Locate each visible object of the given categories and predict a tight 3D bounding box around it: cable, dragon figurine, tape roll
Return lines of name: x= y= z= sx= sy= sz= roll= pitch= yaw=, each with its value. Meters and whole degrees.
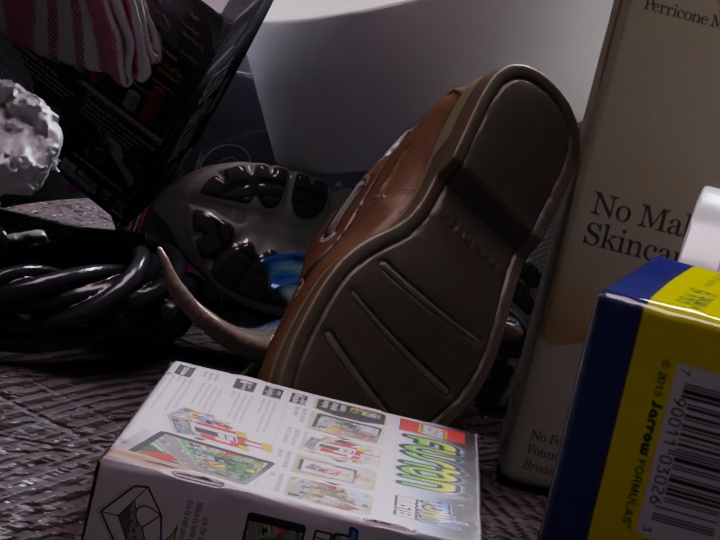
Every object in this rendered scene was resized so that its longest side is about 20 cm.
cable: x=-0.150 y=-0.004 z=1.201 sx=0.163 sy=0.051 sz=0.200 roll=14 pitch=7 yaw=6
dragon figurine: x=-0.012 y=0.028 z=1.170 sx=0.200 sy=0.059 sz=0.099 roll=11 pitch=7 yaw=-30
tape roll: x=0.050 y=-0.107 z=1.298 sx=0.202 sy=0.071 sz=0.202 roll=-14 pitch=13 yaw=3

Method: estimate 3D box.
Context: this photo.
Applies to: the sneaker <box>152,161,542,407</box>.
sneaker: x=0.000 y=0.000 z=1.296 sx=0.200 sy=0.078 sz=0.080 roll=25 pitch=-9 yaw=-23

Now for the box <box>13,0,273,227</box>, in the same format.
box: x=-0.141 y=-0.132 z=1.240 sx=0.200 sy=0.158 sz=0.050 roll=38 pitch=53 yaw=4

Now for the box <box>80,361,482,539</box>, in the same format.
box: x=-0.019 y=0.069 z=0.900 sx=0.110 sy=0.035 sz=0.200 roll=14 pitch=6 yaw=1

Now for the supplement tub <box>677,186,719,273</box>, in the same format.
supplement tub: x=0.197 y=0.055 z=0.993 sx=0.199 sy=0.145 sz=0.145 roll=14 pitch=6 yaw=9

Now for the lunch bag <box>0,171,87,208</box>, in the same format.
lunch bag: x=-0.135 y=-0.113 z=1.557 sx=0.170 sy=0.200 sz=0.122 roll=-3 pitch=50 yaw=-8

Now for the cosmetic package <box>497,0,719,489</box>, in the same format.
cosmetic package: x=0.126 y=-0.009 z=1.141 sx=0.105 sy=0.201 sz=0.071 roll=13 pitch=7 yaw=0

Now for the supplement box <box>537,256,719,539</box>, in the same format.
supplement box: x=0.161 y=0.076 z=0.869 sx=0.199 sy=0.110 sz=0.109 roll=15 pitch=9 yaw=13

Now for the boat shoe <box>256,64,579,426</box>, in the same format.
boat shoe: x=0.013 y=0.008 z=1.082 sx=0.068 sy=0.200 sz=0.072 roll=-22 pitch=-67 yaw=48

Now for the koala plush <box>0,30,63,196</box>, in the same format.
koala plush: x=-0.218 y=-0.075 z=1.141 sx=0.199 sy=0.184 sz=0.177 roll=16 pitch=-2 yaw=-21

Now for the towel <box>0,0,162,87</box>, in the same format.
towel: x=-0.180 y=-0.145 z=1.171 sx=0.200 sy=0.030 sz=0.147 roll=14 pitch=-34 yaw=31

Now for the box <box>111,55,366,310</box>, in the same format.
box: x=-0.011 y=-0.051 z=1.466 sx=0.199 sy=0.132 sz=0.115 roll=12 pitch=28 yaw=-22

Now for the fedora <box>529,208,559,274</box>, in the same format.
fedora: x=0.121 y=-0.001 z=1.383 sx=0.090 sy=0.177 sz=0.200 roll=-24 pitch=-15 yaw=11
